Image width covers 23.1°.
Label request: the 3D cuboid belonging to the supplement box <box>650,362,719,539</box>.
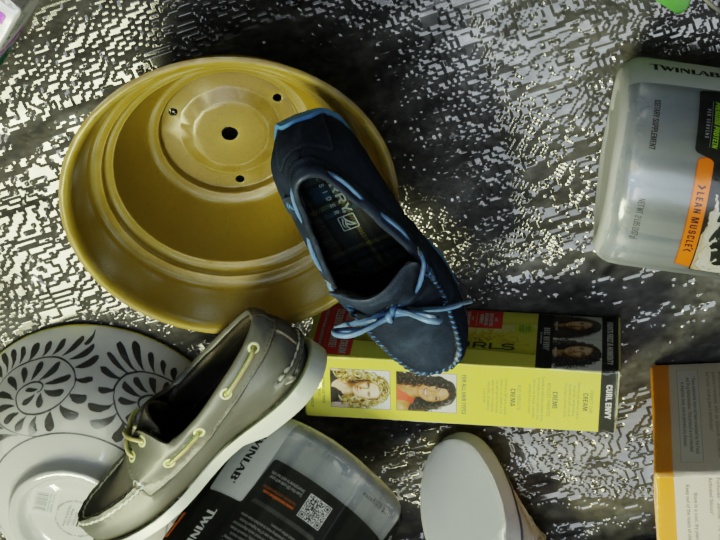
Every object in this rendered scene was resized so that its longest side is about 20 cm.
[{"bbox_3d":[0.284,0.117,1.107,0.199,0.126,0.074,-3,119,11],"label":"supplement box"}]

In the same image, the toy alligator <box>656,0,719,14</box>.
[{"bbox_3d":[0.157,-0.185,0.987,0.200,0.059,0.054,24,120,-6],"label":"toy alligator"}]

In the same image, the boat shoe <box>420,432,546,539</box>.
[{"bbox_3d":[0.101,0.203,1.217,0.071,0.070,0.200,-18,92,36],"label":"boat shoe"}]

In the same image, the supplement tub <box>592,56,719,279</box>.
[{"bbox_3d":[0.240,-0.052,1.017,0.199,0.123,0.123,7,121,4],"label":"supplement tub"}]

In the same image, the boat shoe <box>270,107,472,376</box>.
[{"bbox_3d":[0.000,0.000,1.027,0.084,0.069,0.200,-29,124,18],"label":"boat shoe"}]

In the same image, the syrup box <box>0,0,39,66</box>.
[{"bbox_3d":[-0.271,-0.119,1.075,0.081,0.079,0.200,33,119,-11],"label":"syrup box"}]

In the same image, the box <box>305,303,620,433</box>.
[{"bbox_3d":[0.067,0.061,1.137,0.199,0.075,0.050,3,119,8],"label":"box"}]

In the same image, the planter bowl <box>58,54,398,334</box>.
[{"bbox_3d":[-0.080,-0.064,1.068,0.200,0.084,0.201,-2,128,-3],"label":"planter bowl"}]

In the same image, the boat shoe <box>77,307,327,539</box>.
[{"bbox_3d":[-0.111,0.099,1.099,0.202,0.072,0.060,-41,118,18],"label":"boat shoe"}]

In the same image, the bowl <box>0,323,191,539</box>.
[{"bbox_3d":[-0.186,0.145,1.209,0.200,0.094,0.201,3,120,5],"label":"bowl"}]

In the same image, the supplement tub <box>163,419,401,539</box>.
[{"bbox_3d":[-0.074,0.202,1.125,0.122,0.200,0.123,31,161,12],"label":"supplement tub"}]
